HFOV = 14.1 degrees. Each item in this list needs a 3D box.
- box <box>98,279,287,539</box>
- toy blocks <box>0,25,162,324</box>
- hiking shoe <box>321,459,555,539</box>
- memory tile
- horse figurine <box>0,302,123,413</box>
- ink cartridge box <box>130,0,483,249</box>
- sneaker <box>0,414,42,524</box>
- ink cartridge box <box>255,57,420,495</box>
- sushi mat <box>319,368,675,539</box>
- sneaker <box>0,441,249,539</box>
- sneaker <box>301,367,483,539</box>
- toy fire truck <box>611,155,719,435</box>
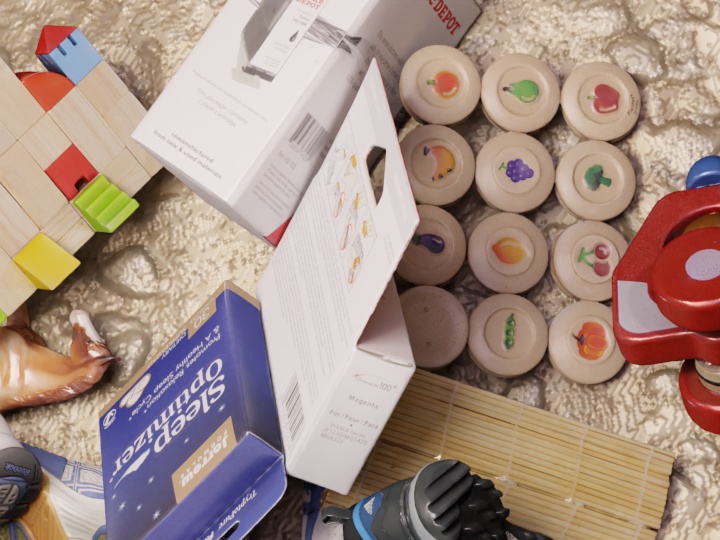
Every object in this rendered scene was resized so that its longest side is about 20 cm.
[{"bbox_3d":[-0.098,0.102,1.667,0.121,0.032,0.200,-45,27,18],"label":"box"},{"bbox_3d":[-0.212,-0.074,1.768,0.200,0.100,0.137,-45,110,-18],"label":"toy blocks"},{"bbox_3d":[0.070,0.181,1.659,0.087,0.200,0.074,-17,36,38],"label":"hiking shoe"},{"bbox_3d":[0.091,-0.034,1.737,0.153,0.017,0.200,6,78,-9],"label":"memory tile"},{"bbox_3d":[-0.258,0.065,1.817,0.200,0.050,0.133,-33,68,-1],"label":"horse figurine"},{"bbox_3d":[-0.029,-0.120,1.752,0.083,0.147,0.200,34,86,22],"label":"ink cartridge box"},{"bbox_3d":[-0.264,0.142,1.765,0.200,0.074,0.087,-46,58,32],"label":"sneaker"},{"bbox_3d":[0.000,0.000,1.648,0.044,0.200,0.174,20,116,-18],"label":"ink cartridge box"},{"bbox_3d":[0.081,0.122,1.683,0.200,0.012,0.096,19,87,-13],"label":"sushi mat"},{"bbox_3d":[-0.156,0.152,1.765,0.200,0.088,0.075,26,121,32],"label":"sneaker"},{"bbox_3d":[0.027,0.134,1.712,0.115,0.081,0.200,-10,73,14],"label":"sneaker"},{"bbox_3d":[0.245,-0.007,1.680,0.200,0.112,0.168,-9,42,13],"label":"toy fire truck"}]
